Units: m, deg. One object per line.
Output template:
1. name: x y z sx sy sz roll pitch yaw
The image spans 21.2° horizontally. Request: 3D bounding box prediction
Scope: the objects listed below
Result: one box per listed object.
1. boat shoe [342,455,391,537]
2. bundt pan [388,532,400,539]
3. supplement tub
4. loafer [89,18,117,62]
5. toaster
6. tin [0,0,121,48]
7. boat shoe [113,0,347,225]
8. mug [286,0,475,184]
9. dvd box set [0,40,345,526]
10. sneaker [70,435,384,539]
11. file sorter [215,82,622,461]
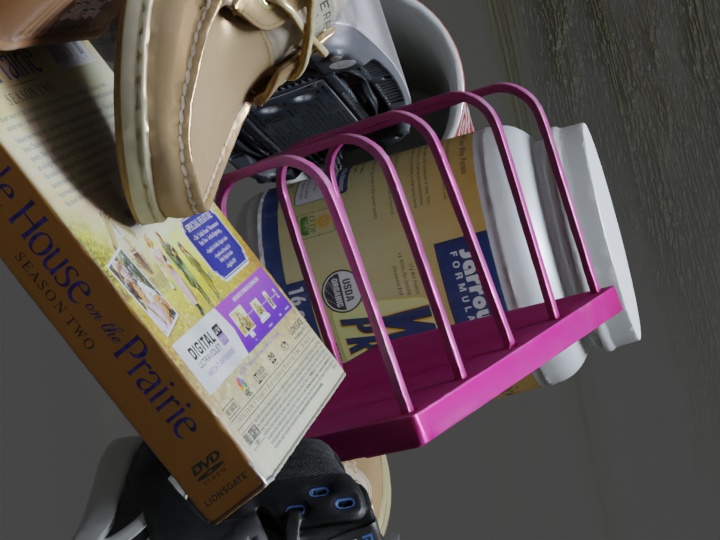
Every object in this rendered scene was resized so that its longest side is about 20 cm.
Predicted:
1. boat shoe: -0.027 0.115 0.901 0.201 0.071 0.065 -92 164 -44
2. bundt pan: 0.039 0.228 0.902 0.202 0.075 0.204 5 90 -84
3. supplement tub: 0.044 0.004 1.059 0.144 0.198 0.146 -15 90 -79
4. loafer: -0.106 -0.163 0.894 0.201 0.069 0.070 -75 156 -56
5. toaster: -0.043 -0.134 1.040 0.200 0.113 0.130 39 35 -69
6. tin: -0.129 -0.131 0.666 0.112 0.042 0.200 54 13 -2
7. boat shoe: -0.038 -0.104 0.683 0.074 0.069 0.201 81 17 -58
8. mug: 0.018 -0.069 1.222 0.200 0.132 0.179 40 31 -78
9. dvd box set: -0.087 -0.016 0.680 0.200 0.029 0.146 52 14 -4
10. sneaker: -0.047 0.116 0.678 0.200 0.111 0.074 -85 166 -60
11. file sorter: 0.000 0.000 0.857 0.200 0.138 0.126 -26 99 -56
